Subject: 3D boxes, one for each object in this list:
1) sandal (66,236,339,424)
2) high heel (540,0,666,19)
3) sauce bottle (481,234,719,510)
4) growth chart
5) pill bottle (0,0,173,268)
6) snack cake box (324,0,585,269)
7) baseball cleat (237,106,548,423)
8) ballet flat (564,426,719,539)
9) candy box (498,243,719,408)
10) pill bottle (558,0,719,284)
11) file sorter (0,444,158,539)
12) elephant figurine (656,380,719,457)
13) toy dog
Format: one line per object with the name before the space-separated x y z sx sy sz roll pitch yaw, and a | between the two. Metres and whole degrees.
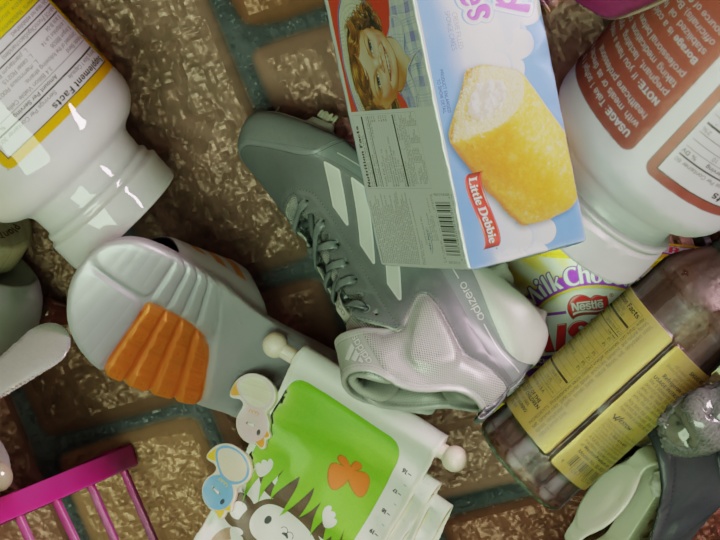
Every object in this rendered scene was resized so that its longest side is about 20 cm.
sandal | -0.080 0.033 1.554 0.079 0.059 0.206 -44 130 18
high heel | 0.107 -0.176 1.388 0.067 0.200 0.096 -39 108 -16
sauce bottle | 0.153 0.037 1.486 0.200 0.065 0.065 -41 100 7
growth chart | -0.025 0.144 1.535 0.144 0.018 0.201 23 107 16
pill bottle | -0.191 -0.097 1.511 0.104 0.104 0.200 -38 101 23
snack cake box | 0.039 -0.104 1.416 0.067 0.115 0.201 -14 97 -20
baseball cleat | 0.000 0.000 1.497 0.200 0.107 0.070 36 155 12
ballet flat | 0.127 0.156 1.547 0.073 0.073 0.201 29 115 -2
candy box | 0.145 0.034 1.542 0.199 0.026 0.103 6 110 9
pill bottle | 0.170 -0.091 1.436 0.112 0.112 0.200 40 115 -7
file sorter | -0.195 0.191 1.565 0.138 0.200 0.126 -25 88 20
elephant figurine | 0.266 0.025 1.450 0.155 0.142 0.200 32 117 -6
toy dog | -0.193 0.055 1.547 0.096 0.201 0.132 17 147 -17
